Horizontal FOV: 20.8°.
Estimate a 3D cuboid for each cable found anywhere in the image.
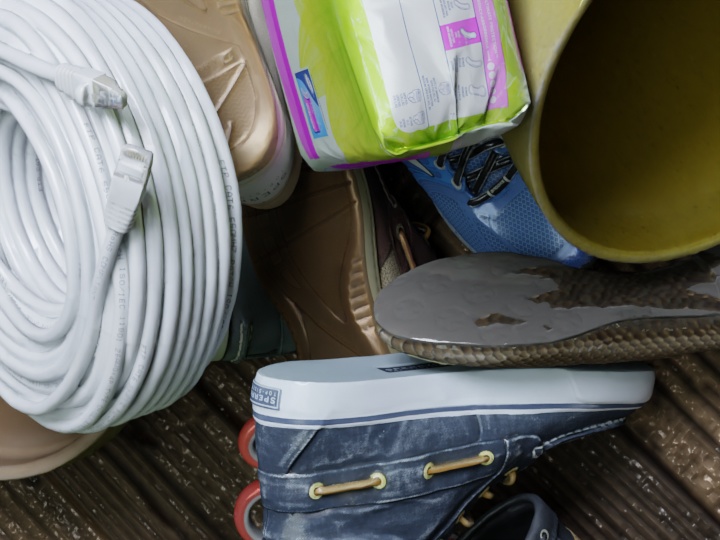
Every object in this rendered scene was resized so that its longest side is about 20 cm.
[{"bbox_3d":[-0.131,-0.030,0.868,0.200,0.069,0.201,41,134,38],"label":"cable"}]

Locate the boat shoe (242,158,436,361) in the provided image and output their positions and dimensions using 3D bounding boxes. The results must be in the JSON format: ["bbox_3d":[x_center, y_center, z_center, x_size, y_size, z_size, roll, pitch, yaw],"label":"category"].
[{"bbox_3d":[0.000,0.000,0.949,0.072,0.072,0.202,-17,93,35],"label":"boat shoe"}]

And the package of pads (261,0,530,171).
[{"bbox_3d":[-0.002,-0.143,0.788,0.068,0.154,0.202,-15,94,-14],"label":"package of pads"}]

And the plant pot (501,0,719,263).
[{"bbox_3d":[0.121,-0.126,0.835,0.201,0.199,0.142,-53,48,18],"label":"plant pot"}]

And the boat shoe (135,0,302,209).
[{"bbox_3d":[-0.071,-0.116,0.911,0.073,0.069,0.202,-18,64,12],"label":"boat shoe"}]

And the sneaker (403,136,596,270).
[{"bbox_3d":[0.035,-0.070,0.918,0.079,0.089,0.200,-44,78,21],"label":"sneaker"}]

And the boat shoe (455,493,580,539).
[{"bbox_3d":[0.022,0.172,0.873,0.074,0.199,0.063,19,141,59],"label":"boat shoe"}]

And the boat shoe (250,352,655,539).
[{"bbox_3d":[0.042,0.084,0.888,0.071,0.198,0.092,-160,69,-64],"label":"boat shoe"}]

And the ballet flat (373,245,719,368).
[{"bbox_3d":[0.104,0.023,0.876,0.198,0.068,0.047,-5,133,-9],"label":"ballet flat"}]

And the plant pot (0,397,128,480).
[{"bbox_3d":[-0.170,0.003,1.016,0.199,0.093,0.203,1,93,25],"label":"plant pot"}]

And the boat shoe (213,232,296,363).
[{"bbox_3d":[-0.051,-0.054,0.986,0.061,0.073,0.202,4,88,-19],"label":"boat shoe"}]

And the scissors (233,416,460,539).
[{"bbox_3d":[0.033,0.120,0.922,0.198,0.014,0.074,17,107,-5],"label":"scissors"}]
